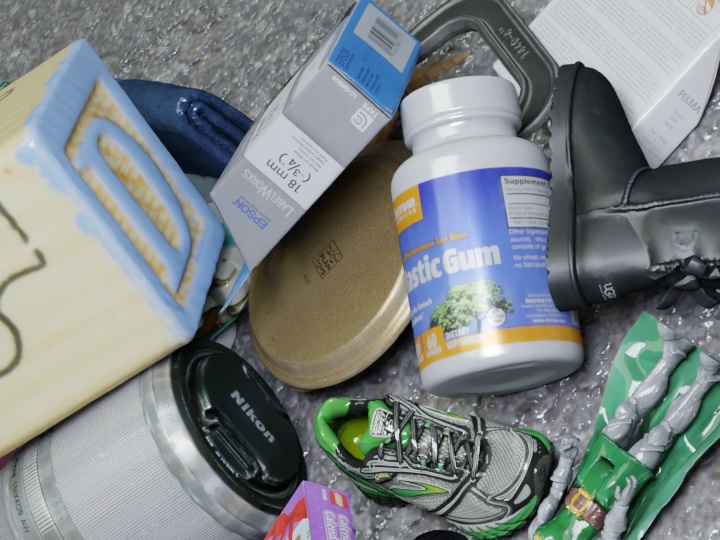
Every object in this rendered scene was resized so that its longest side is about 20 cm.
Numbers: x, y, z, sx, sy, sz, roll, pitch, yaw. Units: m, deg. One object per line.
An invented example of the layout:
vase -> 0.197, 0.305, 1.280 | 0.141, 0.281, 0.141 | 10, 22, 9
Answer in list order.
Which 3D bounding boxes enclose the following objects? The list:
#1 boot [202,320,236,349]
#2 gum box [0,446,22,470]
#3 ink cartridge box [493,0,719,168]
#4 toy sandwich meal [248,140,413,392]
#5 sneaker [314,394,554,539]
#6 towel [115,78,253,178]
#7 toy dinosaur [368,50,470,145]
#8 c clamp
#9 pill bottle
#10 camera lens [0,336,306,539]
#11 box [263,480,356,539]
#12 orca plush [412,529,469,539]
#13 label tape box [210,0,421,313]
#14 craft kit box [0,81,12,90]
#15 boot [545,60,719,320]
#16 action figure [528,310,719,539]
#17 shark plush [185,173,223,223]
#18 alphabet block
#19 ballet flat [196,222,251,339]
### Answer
boot -> -0.196, 0.036, 1.854 | 0.199, 0.095, 0.074 | 2, 65, 42
gum box -> -0.319, 0.179, 1.848 | 0.200, 0.066, 0.114 | -29, 73, 42
ink cartridge box -> 0.205, -0.170, 1.645 | 0.200, 0.050, 0.161 | -46, 41, 7
toy sandwich meal -> 0.000, 0.000, 1.716 | 0.204, 0.070, 0.206 | -24, 51, 34
sneaker -> 0.045, 0.128, 1.567 | 0.199, 0.085, 0.078 | 2, 65, 44
towel -> -0.169, -0.123, 1.924 | 0.199, 0.112, 0.049 | 11, 71, 48
toy dinosaur -> 0.007, -0.116, 1.804 | 0.200, 0.060, 0.106 | -50, 53, 14
c clamp -> 0.057, -0.128, 1.702 | 0.171, 0.027, 0.200 | -40, 41, 0
pill bottle -> 0.080, -0.023, 1.569 | 0.112, 0.112, 0.201 | -20, 73, 34
camera lens -> -0.151, 0.155, 1.682 | 0.200, 0.160, 0.161 | -35, 44, 23
box -> -0.060, 0.258, 1.551 | 0.200, 0.039, 0.137 | -58, 26, 32
orca plush -> 0.001, 0.253, 1.536 | 0.200, 0.071, 0.105 | -51, 40, 5
label tape box -> -0.049, -0.084, 1.649 | 0.200, 0.063, 0.144 | -47, 9, 25
craft kit box -> -0.314, -0.031, 1.904 | 0.200, 0.048, 0.199 | -62, -15, -65
boot -> 0.205, -0.058, 1.514 | 0.161, 0.073, 0.199 | -7, 55, 17
action figure -> 0.160, 0.132, 1.481 | 0.118, 0.055, 0.201 | 36, 95, 47
shark plush -> -0.188, -0.069, 1.875 | 0.199, 0.091, 0.084 | 24, 81, 9
alphabet block -> -0.238, -0.013, 1.671 | 0.199, 0.196, 0.197 | -30, 17, 17
ballet flat -> -0.123, 0.030, 1.769 | 0.200, 0.068, 0.070 | -43, 23, -19
